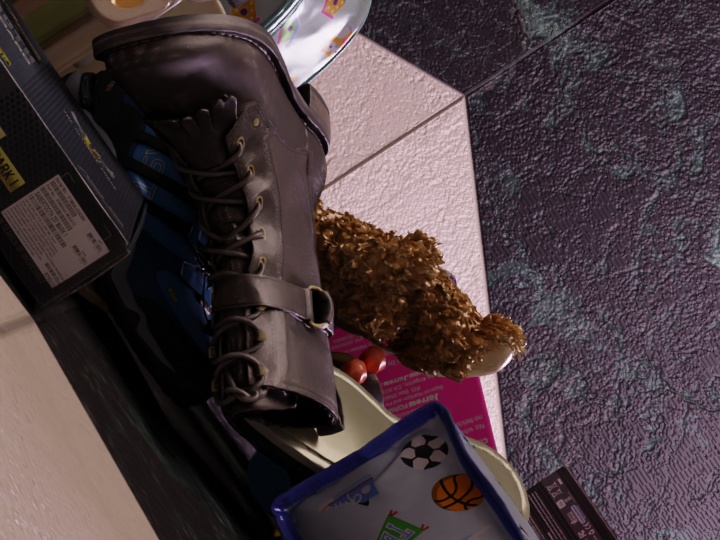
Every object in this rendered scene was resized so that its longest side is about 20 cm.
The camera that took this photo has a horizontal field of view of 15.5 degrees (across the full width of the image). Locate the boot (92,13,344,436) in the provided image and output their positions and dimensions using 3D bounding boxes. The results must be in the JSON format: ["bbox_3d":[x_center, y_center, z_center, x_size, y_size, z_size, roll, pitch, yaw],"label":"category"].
[{"bbox_3d":[-0.057,-0.017,1.252,0.200,0.069,0.174,31,51,-56],"label":"boot"}]

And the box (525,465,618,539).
[{"bbox_3d":[0.103,0.226,1.610,0.044,0.160,0.200,55,1,-33],"label":"box"}]

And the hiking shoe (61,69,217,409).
[{"bbox_3d":[-0.094,-0.029,1.333,0.074,0.087,0.200,60,10,-64],"label":"hiking shoe"}]

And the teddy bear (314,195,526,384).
[{"bbox_3d":[0.000,0.000,1.434,0.200,0.067,0.145,27,-9,1],"label":"teddy bear"}]

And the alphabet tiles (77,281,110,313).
[{"bbox_3d":[-0.184,-0.069,1.311,0.200,0.008,0.167,57,0,12],"label":"alphabet tiles"}]

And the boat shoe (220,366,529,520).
[{"bbox_3d":[-0.004,0.103,1.374,0.199,0.066,0.075,21,44,-37],"label":"boat shoe"}]

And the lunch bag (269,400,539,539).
[{"bbox_3d":[0.057,0.196,1.281,0.200,0.124,0.170,54,-4,44],"label":"lunch bag"}]

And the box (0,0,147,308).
[{"bbox_3d":[-0.169,-0.087,1.161,0.200,0.051,0.158,57,2,-8],"label":"box"}]

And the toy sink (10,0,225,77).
[{"bbox_3d":[-0.167,-0.167,1.405,0.200,0.130,0.112,58,0,-21],"label":"toy sink"}]

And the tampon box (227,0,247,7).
[{"bbox_3d":[-0.052,-0.244,1.348,0.126,0.150,0.200,59,3,11],"label":"tampon box"}]

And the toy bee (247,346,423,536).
[{"bbox_3d":[-0.017,0.094,1.443,0.200,0.109,0.131,41,47,-14],"label":"toy bee"}]

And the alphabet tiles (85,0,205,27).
[{"bbox_3d":[-0.103,-0.211,1.196,0.196,0.200,0.015,65,-24,11],"label":"alphabet tiles"}]

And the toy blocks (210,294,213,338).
[{"bbox_3d":[-0.101,-0.012,1.584,0.200,0.100,0.137,102,-32,-78],"label":"toy blocks"}]

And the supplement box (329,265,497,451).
[{"bbox_3d":[0.019,0.097,1.582,0.101,0.103,0.200,-138,-147,-70],"label":"supplement box"}]

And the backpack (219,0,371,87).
[{"bbox_3d":[-0.096,-0.197,1.598,0.200,0.176,0.153,60,11,22],"label":"backpack"}]
